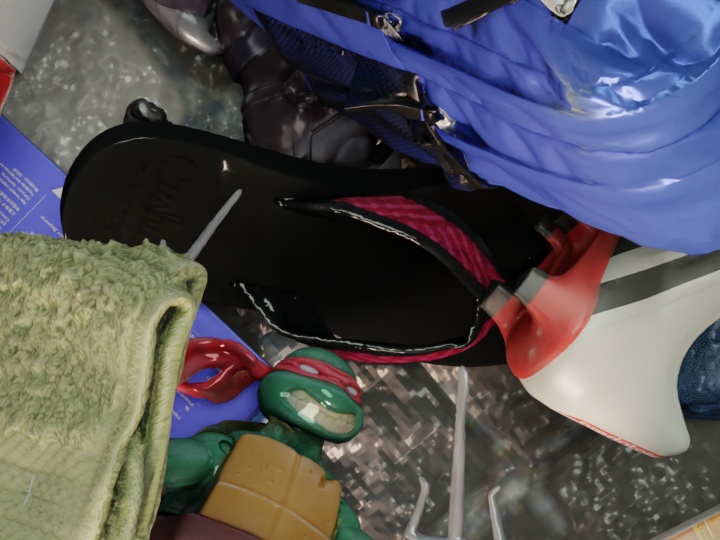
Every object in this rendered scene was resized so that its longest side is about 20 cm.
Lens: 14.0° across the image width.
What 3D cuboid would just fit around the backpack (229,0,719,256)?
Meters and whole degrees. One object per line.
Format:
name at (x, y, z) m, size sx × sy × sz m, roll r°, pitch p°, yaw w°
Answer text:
backpack at (0.060, -0.102, 0.854) m, size 0.200 × 0.168 × 0.163 m, roll 31°, pitch 85°, yaw 36°

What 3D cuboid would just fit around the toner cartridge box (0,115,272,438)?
toner cartridge box at (-0.127, 0.007, 0.976) m, size 0.200 × 0.043 × 0.095 m, roll 43°, pitch 82°, yaw 4°

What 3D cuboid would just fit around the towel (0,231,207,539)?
towel at (-0.114, 0.056, 0.861) m, size 0.036 × 0.200 × 0.149 m, roll 16°, pitch 86°, yaw -33°

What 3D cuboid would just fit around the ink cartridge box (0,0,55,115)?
ink cartridge box at (-0.184, -0.134, 0.930) m, size 0.199 × 0.084 × 0.176 m, roll 15°, pitch 78°, yaw 33°

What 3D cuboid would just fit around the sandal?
sandal at (0.000, 0.000, 0.950) m, size 0.199 × 0.045 × 0.075 m, roll 9°, pitch 118°, yaw -23°

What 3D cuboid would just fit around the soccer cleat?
soccer cleat at (0.122, -0.032, 0.944) m, size 0.085 × 0.069 × 0.200 m, roll 38°, pitch 78°, yaw -11°

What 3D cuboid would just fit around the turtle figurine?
turtle figurine at (-0.032, 0.087, 0.897) m, size 0.149 × 0.101 × 0.201 m, roll 20°, pitch 71°, yaw 0°

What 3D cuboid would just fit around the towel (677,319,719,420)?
towel at (0.149, -0.048, 0.999) m, size 0.111 × 0.049 × 0.201 m, roll 1°, pitch 81°, yaw -2°

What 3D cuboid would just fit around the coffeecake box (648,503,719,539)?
coffeecake box at (0.108, 0.167, 0.948) m, size 0.199 × 0.073 × 0.154 m, roll -26°, pitch 84°, yaw -7°

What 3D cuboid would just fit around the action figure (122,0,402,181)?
action figure at (-0.040, -0.090, 0.988) m, size 0.130 × 0.069 × 0.200 m, roll -36°, pitch 88°, yaw -15°
